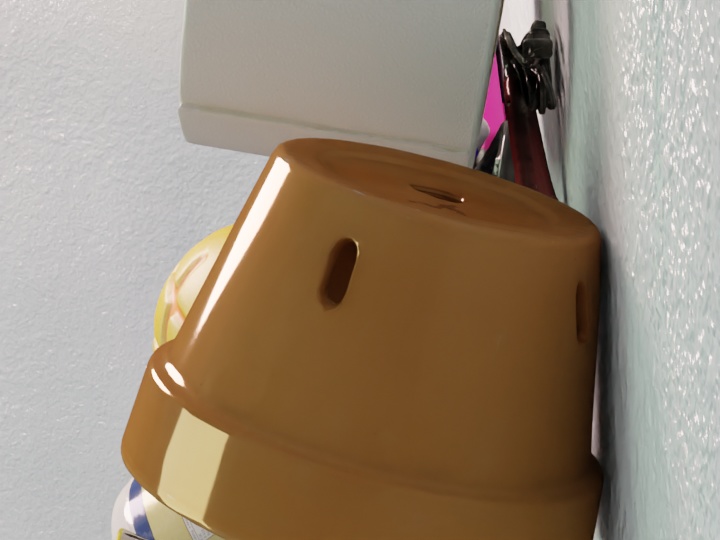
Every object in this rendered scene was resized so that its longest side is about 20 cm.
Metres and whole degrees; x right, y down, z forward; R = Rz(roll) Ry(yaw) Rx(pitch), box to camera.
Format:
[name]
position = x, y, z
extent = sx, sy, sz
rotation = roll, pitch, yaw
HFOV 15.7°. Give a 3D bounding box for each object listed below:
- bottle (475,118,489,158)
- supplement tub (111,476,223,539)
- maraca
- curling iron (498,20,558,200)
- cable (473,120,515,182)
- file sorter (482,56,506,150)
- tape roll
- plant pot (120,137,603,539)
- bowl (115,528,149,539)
[bottle]
position = 0.000, 0.000, 1.339
extent = 0.200, 0.065, 0.084
rotation = -60, -5, -14
[supplement tub]
position = -0.021, 0.125, 1.431
extent = 0.144, 0.200, 0.145
rotation = 48, -164, -19
[maraca]
position = -0.069, 0.046, 1.547
extent = 0.200, 0.107, 0.138
rotation = 101, 179, -68
[curling iron]
position = 0.080, -0.025, 1.183
extent = 0.050, 0.025, 0.201
rotation = 83, -177, -69
[cable]
position = 0.079, -0.040, 1.412
extent = 0.200, 0.050, 0.097
rotation = 120, 167, -64
[file sorter]
position = 0.020, -0.051, 1.593
extent = 0.139, 0.125, 0.200
rotation = -94, 3, -46
[tape roll]
position = 0.001, -0.147, 1.231
extent = 0.203, 0.139, 0.203
rotation = 9, -90, -88
[plant pot]
position = 0.015, 0.032, 1.064
extent = 0.200, 0.199, 0.140
rotation = -99, 23, -77
[bowl]
position = -0.059, 0.216, 1.197
extent = 0.201, 0.094, 0.202
rotation = 177, 90, -88
